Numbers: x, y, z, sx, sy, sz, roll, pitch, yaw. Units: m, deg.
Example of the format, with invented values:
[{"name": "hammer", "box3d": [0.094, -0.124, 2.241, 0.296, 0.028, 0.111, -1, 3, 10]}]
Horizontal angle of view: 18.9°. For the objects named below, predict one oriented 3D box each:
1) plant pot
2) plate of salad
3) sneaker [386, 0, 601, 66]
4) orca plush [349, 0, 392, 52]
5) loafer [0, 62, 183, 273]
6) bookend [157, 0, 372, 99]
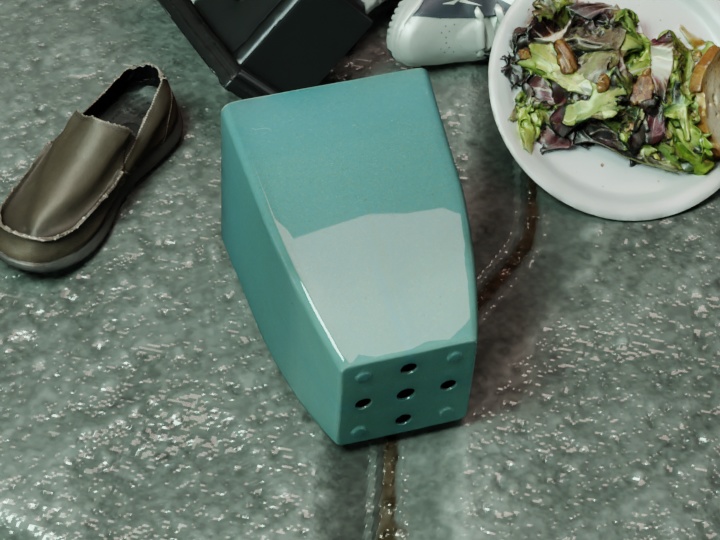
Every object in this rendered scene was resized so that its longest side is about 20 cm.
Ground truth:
[{"name": "plant pot", "box3d": [0.000, 0.000, 1.393, 0.140, 0.142, 0.201, -11, 54, -11]}, {"name": "plate of salad", "box3d": [0.190, -0.135, 1.535, 0.198, 0.048, 0.202, 1, 78, -5]}, {"name": "sneaker", "box3d": [0.129, -0.178, 1.605, 0.198, 0.080, 0.130, -14, 38, -28]}, {"name": "orca plush", "box3d": [0.047, -0.234, 1.693, 0.200, 0.071, 0.105, -46, 105, -24]}, {"name": "loafer", "box3d": [-0.195, -0.079, 1.509, 0.073, 0.071, 0.200, 18, 48, 17]}, {"name": "bookend", "box3d": [-0.054, -0.245, 1.589, 0.199, 0.092, 0.200, -46, 51, 12]}]
